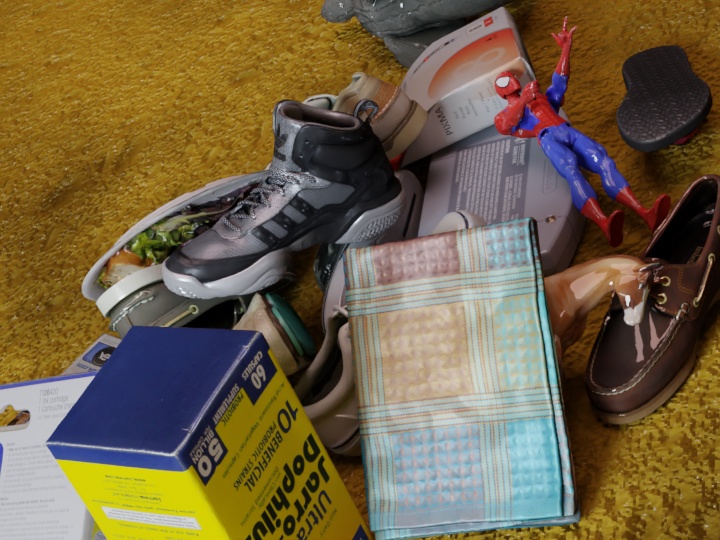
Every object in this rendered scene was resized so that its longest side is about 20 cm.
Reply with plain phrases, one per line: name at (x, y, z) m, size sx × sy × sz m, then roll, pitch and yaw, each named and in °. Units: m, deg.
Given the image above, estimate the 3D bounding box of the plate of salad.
plate of salad at (-0.132, -0.020, 1.466) m, size 0.200 × 0.200 × 0.048 m, roll -29°, pitch 77°, yaw -5°

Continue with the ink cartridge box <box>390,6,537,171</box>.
ink cartridge box at (0.051, -0.148, 1.551) m, size 0.200 × 0.050 × 0.162 m, roll -22°, pitch 22°, yaw 8°

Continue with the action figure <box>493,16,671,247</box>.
action figure at (0.160, -0.116, 1.377) m, size 0.065 × 0.099 × 0.200 m, roll -17°, pitch 41°, yaw -23°

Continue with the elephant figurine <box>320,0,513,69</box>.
elephant figurine at (0.053, -0.259, 1.695) m, size 0.200 × 0.155 × 0.142 m, roll -31°, pitch 76°, yaw 12°

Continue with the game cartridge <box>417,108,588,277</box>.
game cartridge at (0.114, -0.054, 1.436) m, size 0.133 × 0.041 × 0.200 m, roll -16°, pitch 35°, yaw 22°

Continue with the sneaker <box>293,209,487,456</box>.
sneaker at (0.017, 0.041, 1.255) m, size 0.200 × 0.071 × 0.073 m, roll -59°, pitch 30°, yaw 12°

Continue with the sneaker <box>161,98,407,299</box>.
sneaker at (-0.065, -0.061, 1.346) m, size 0.200 × 0.114 × 0.075 m, roll -23°, pitch 32°, yaw -17°

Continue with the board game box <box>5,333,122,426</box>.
board game box at (-0.189, 0.149, 1.343) m, size 0.200 × 0.056 × 0.196 m, roll 16°, pitch 52°, yaw 45°

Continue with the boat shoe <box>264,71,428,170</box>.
boat shoe at (-0.028, -0.112, 1.496) m, size 0.200 × 0.068 × 0.075 m, roll -26°, pitch 28°, yaw 48°

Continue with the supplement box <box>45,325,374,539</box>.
supplement box at (-0.090, 0.144, 1.153) m, size 0.109 × 0.200 × 0.109 m, roll 1°, pitch 43°, yaw 34°

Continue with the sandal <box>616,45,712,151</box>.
sandal at (0.246, -0.132, 1.455) m, size 0.075 × 0.045 × 0.200 m, roll -11°, pitch 22°, yaw 12°

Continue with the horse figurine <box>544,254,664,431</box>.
horse figurine at (0.105, 0.044, 1.247) m, size 0.200 × 0.050 × 0.133 m, roll 4°, pitch 72°, yaw 50°

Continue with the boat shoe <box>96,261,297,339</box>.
boat shoe at (-0.118, 0.024, 1.416) m, size 0.201 × 0.060 × 0.072 m, roll -15°, pitch -21°, yaw -50°

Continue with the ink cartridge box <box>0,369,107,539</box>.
ink cartridge box at (-0.241, 0.179, 1.244) m, size 0.197 × 0.047 × 0.201 m, roll -10°, pitch 65°, yaw 41°

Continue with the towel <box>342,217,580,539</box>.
towel at (0.062, 0.074, 1.188) m, size 0.146 × 0.201 × 0.022 m, roll -10°, pitch -7°, yaw 24°

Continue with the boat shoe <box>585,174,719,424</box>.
boat shoe at (0.208, 0.016, 1.249) m, size 0.070 × 0.070 × 0.200 m, roll 8°, pitch 48°, yaw 35°

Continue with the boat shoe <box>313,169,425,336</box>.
boat shoe at (0.000, 0.000, 1.417) m, size 0.071 × 0.072 × 0.200 m, roll -19°, pitch 28°, yaw 30°

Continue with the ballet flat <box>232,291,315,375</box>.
ballet flat at (-0.075, 0.053, 1.322) m, size 0.062 × 0.068 × 0.200 m, roll -33°, pitch -3°, yaw 1°
